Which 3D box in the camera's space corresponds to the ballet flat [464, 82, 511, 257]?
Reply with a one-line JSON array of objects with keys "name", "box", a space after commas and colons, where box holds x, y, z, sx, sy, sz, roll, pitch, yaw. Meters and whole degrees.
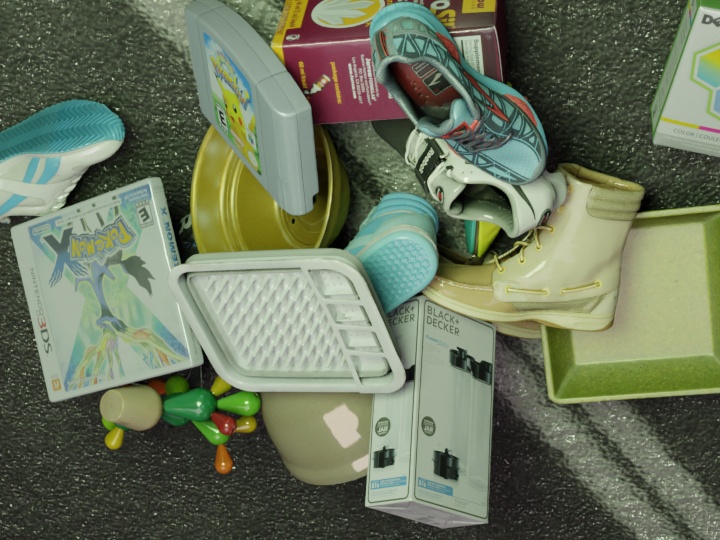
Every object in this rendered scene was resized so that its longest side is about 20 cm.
[{"name": "ballet flat", "box": [0.127, -0.098, 1.401, 0.066, 0.067, 0.201, -8, 127, 1]}]

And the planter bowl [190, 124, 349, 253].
[{"name": "planter bowl", "box": [-0.070, -0.072, 1.407, 0.083, 0.202, 0.200, 4, 143, -47]}]

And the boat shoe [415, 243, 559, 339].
[{"name": "boat shoe", "box": [0.127, 0.016, 1.485, 0.198, 0.071, 0.065, 17, 109, -21]}]

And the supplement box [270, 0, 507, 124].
[{"name": "supplement box", "box": [0.029, -0.198, 1.301, 0.198, 0.111, 0.086, -3, 127, 10]}]

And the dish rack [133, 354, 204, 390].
[{"name": "dish rack", "box": [-0.239, 0.071, 1.545, 0.152, 0.055, 0.200, 10, 159, 0]}]

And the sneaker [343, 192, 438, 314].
[{"name": "sneaker", "box": [0.000, 0.000, 1.411, 0.199, 0.131, 0.080, -29, 111, 25]}]

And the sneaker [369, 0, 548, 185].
[{"name": "sneaker", "box": [0.077, -0.128, 1.216, 0.200, 0.096, 0.079, 39, 122, -20]}]

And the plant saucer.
[{"name": "plant saucer", "box": [0.278, 0.029, 1.466, 0.198, 0.048, 0.202, -5, 111, 11]}]

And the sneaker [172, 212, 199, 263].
[{"name": "sneaker", "box": [-0.210, -0.033, 1.500, 0.199, 0.073, 0.112, 22, 126, -20]}]

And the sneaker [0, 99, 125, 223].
[{"name": "sneaker", "box": [-0.308, -0.107, 1.452, 0.199, 0.077, 0.081, -16, 132, 28]}]

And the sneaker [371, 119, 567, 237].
[{"name": "sneaker", "box": [0.083, -0.097, 1.321, 0.199, 0.088, 0.075, 29, 136, 20]}]

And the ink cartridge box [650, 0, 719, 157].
[{"name": "ink cartridge box", "box": [0.334, -0.197, 1.291, 0.103, 0.060, 0.201, 11, 129, -1]}]

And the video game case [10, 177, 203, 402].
[{"name": "video game case", "box": [-0.251, 0.022, 1.427, 0.199, 0.022, 0.184, -15, 87, 33]}]

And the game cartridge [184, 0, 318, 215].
[{"name": "game cartridge", "box": [-0.101, -0.155, 1.306, 0.040, 0.200, 0.134, -21, 136, -22]}]

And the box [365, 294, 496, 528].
[{"name": "box", "box": [0.070, 0.137, 1.406, 0.060, 0.202, 0.116, -16, 150, 43]}]

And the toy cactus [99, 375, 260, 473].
[{"name": "toy cactus", "box": [-0.204, 0.150, 1.487, 0.198, 0.103, 0.165, 3, 175, 31]}]

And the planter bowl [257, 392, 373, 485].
[{"name": "planter bowl", "box": [-0.028, 0.100, 1.494, 0.199, 0.201, 0.135, -21, 121, 23]}]

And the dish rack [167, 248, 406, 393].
[{"name": "dish rack", "box": [-0.062, 0.041, 1.332, 0.198, 0.044, 0.172, -2, 134, 25]}]

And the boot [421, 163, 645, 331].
[{"name": "boot", "box": [0.163, -0.028, 1.386, 0.198, 0.073, 0.157, 8, 114, -8]}]
